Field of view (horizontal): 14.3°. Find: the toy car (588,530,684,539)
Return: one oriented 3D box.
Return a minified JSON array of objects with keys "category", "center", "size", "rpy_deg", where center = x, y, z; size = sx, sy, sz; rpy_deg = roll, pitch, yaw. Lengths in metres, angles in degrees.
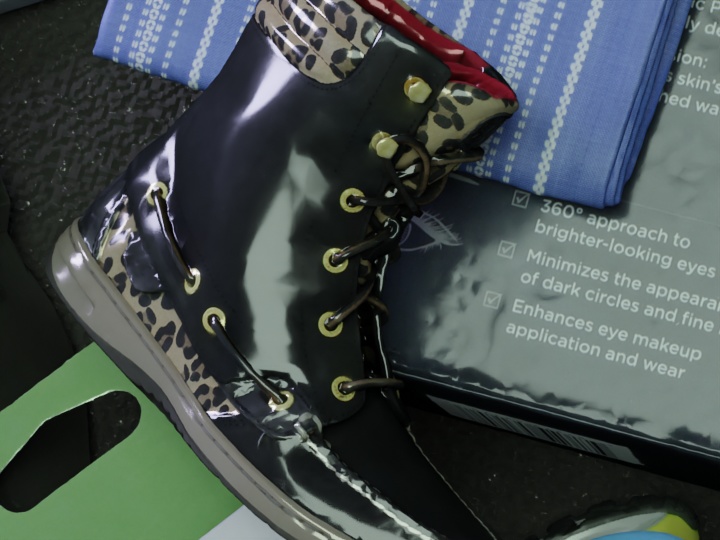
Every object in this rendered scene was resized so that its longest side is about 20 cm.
[{"category":"toy car","center":[0.033,0.210,0.918],"size":[0.199,0.177,0.185],"rpy_deg":[-12,112,12]}]

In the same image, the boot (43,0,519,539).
[{"category":"boot","center":[0.000,0.000,0.941],"size":[0.200,0.073,0.151],"rpy_deg":[43,106,29]}]

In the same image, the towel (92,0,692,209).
[{"category":"towel","center":[0.020,-0.114,0.999],"size":[0.199,0.024,0.146],"rpy_deg":[18,85,15]}]

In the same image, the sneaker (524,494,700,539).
[{"category":"sneaker","center":[0.052,0.160,1.038],"size":[0.200,0.078,0.090],"rpy_deg":[-41,84,7]}]

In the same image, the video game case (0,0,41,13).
[{"category":"video game case","center":[-0.198,-0.180,1.163],"size":[0.199,0.022,0.183],"rpy_deg":[-17,78,7]}]

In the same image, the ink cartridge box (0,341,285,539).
[{"category":"ink cartridge box","center":[-0.067,0.112,0.998],"size":[0.145,0.048,0.200],"rpy_deg":[-37,71,-5]}]

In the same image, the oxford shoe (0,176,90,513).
[{"category":"oxford shoe","center":[-0.159,0.031,1.106],"size":[0.071,0.071,0.201],"rpy_deg":[-28,74,31]}]

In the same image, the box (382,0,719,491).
[{"category":"box","center":[0.089,-0.037,1.037],"size":[0.196,0.117,0.201],"rpy_deg":[15,83,13]}]
